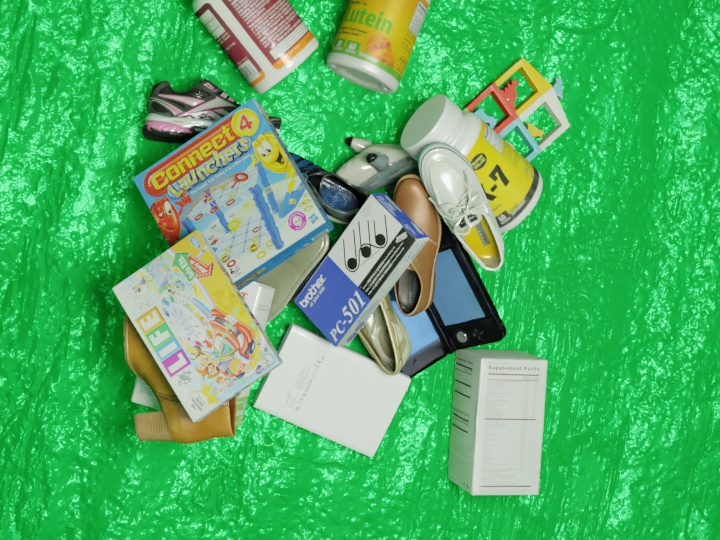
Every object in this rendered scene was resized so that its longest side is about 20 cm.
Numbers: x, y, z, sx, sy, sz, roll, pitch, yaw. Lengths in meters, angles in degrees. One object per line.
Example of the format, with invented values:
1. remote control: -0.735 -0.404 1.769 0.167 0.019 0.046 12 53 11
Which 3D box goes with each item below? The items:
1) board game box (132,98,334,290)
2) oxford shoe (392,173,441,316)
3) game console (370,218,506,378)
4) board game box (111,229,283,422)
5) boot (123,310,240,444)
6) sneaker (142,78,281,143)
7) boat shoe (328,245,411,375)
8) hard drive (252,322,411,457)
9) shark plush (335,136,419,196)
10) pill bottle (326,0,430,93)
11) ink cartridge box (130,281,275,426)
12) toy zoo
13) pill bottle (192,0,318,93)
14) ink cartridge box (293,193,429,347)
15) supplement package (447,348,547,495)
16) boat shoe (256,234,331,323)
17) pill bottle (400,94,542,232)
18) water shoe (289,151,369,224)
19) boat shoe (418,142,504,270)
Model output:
1. board game box: -0.169 -0.088 1.527 0.199 0.056 0.197 -33 79 5
2. oxford shoe: 0.075 -0.033 1.619 0.070 0.071 0.203 0 101 17
3. game console: 0.087 0.051 1.690 0.116 0.175 0.202 -38 105 -40
4. board game box: -0.207 0.070 1.467 0.134 0.034 0.201 -34 84 2
5. boot: -0.231 0.124 1.517 0.142 0.071 0.204 -8 87 6
6. sneaker: -0.201 -0.223 1.607 0.197 0.080 0.088 4 82 -22
7. boat shoe: 0.008 0.056 1.665 0.072 0.063 0.203 -23 102 18
8. hard drive: -0.042 0.176 1.691 0.198 0.025 0.133 25 97 -16
9. shark plush: 0.049 -0.146 1.710 0.198 0.091 0.084 -6 116 -36
10. pill bottle: 0.035 -0.367 1.648 0.110 0.111 0.202 22 87 -16
11. ink cartridge box: -0.214 0.100 1.588 0.143 0.084 0.203 15 89 11
12. toy zoo: 0.232 -0.229 1.761 0.200 0.020 0.132 -42 103 -10
13. pill bottle: -0.159 -0.356 1.590 0.114 0.114 0.201 -41 104 -10
14. ink cartridge box: 0.000 0.000 1.601 0.094 0.044 0.201 45 114 18
15. supplement package: 0.204 0.225 1.733 0.112 0.109 0.203 3 93 -16
16. boat shoe: -0.114 0.012 1.648 0.074 0.066 0.200 41 100 11
17. pill bottle: 0.158 -0.154 1.661 0.199 0.114 0.115 37 83 -24
18. water shoe: -0.076 -0.128 1.599 0.198 0.079 0.072 20 75 -19
19. boat shoe: 0.143 -0.079 1.585 0.074 0.086 0.203 -25 117 9
